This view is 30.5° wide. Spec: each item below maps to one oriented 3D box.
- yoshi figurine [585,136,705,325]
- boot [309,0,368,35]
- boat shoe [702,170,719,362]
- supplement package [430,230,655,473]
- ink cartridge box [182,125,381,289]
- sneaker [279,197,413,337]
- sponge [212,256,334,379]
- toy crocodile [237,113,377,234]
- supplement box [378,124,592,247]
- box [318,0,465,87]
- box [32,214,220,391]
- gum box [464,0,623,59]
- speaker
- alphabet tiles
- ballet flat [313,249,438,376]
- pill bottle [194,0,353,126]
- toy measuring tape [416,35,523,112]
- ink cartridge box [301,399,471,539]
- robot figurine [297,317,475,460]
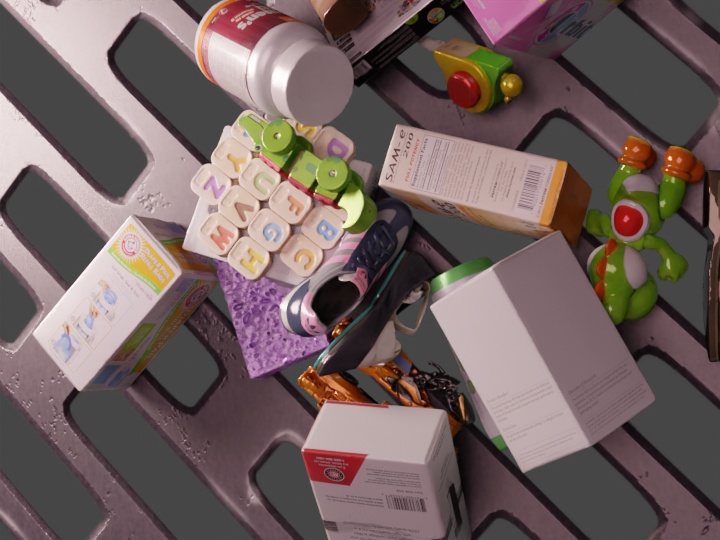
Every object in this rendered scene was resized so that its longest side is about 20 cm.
[{"bbox_3d":[0.295,-0.031,1.407,0.111,0.112,0.202,23,84,-15],"label":"yoshi figurine"},{"bbox_3d":[0.018,-0.371,1.498,0.200,0.076,0.156,-41,41,23],"label":"boot"},{"bbox_3d":[0.391,-0.004,1.365,0.067,0.072,0.202,1,97,7],"label":"boat shoe"},{"bbox_3d":[0.186,0.083,1.354,0.117,0.117,0.201,-34,84,53],"label":"supplement package"},{"bbox_3d":[-0.092,-0.068,1.553,0.198,0.050,0.164,16,83,22],"label":"ink cartridge box"},{"bbox_3d":[0.000,0.000,1.462,0.070,0.082,0.200,47,74,-22],"label":"sneaker"},{"bbox_3d":[-0.111,0.018,1.583,0.111,0.030,0.202,-22,81,18],"label":"sponge"},{"bbox_3d":[-0.060,-0.112,1.476,0.199,0.067,0.062,35,90,19],"label":"toy crocodile"},{"bbox_3d":[0.136,-0.090,1.429,0.198,0.126,0.074,15,86,24],"label":"supplement box"},{"bbox_3d":[0.050,-0.309,1.499,0.199,0.035,0.111,-36,47,17],"label":"box"},{"bbox_3d":[-0.281,0.041,1.606,0.101,0.112,0.200,46,104,17],"label":"box"},{"bbox_3d":[0.201,-0.288,1.382,0.113,0.200,0.066,-38,77,24],"label":"gum box"},{"bbox_3d":[0.148,0.091,1.452,0.088,0.088,0.201,-26,80,19],"label":"speaker"},{"bbox_3d":[-0.098,-0.091,1.526,0.195,0.015,0.201,38,90,19],"label":"alphabet tiles"},{"bbox_3d":[0.027,0.058,1.464,0.073,0.200,0.073,24,143,20],"label":"ballet flat"},{"bbox_3d":[-0.099,-0.237,1.502,0.200,0.109,0.110,33,102,47],"label":"pill bottle"},{"bbox_3d":[0.103,-0.225,1.495,0.199,0.073,0.074,26,99,37],"label":"toy measuring tape"},{"bbox_3d":[0.033,0.247,1.442,0.143,0.084,0.201,3,128,21],"label":"ink cartridge box"},{"bbox_3d":[0.031,0.154,1.505,0.200,0.058,0.146,38,102,13],"label":"robot figurine"}]
